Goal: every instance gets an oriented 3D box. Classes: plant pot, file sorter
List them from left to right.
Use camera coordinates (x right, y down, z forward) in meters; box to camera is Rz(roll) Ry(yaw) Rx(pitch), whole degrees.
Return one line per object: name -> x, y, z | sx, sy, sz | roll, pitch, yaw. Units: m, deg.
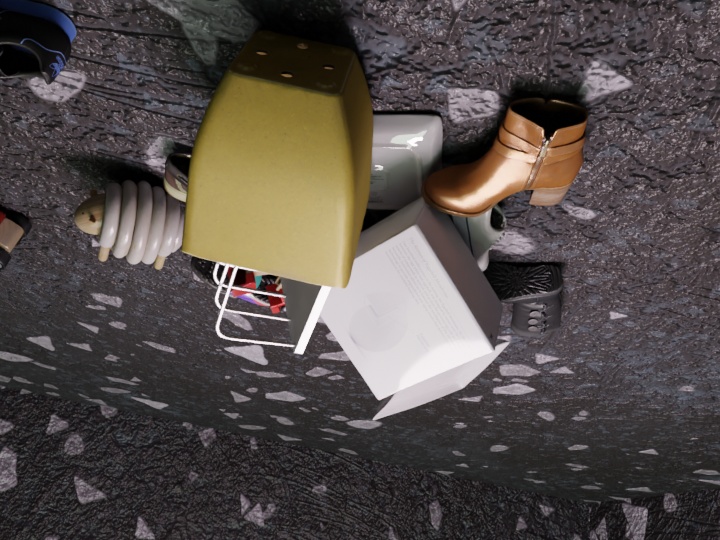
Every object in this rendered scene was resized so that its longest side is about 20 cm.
file sorter -> -0.123, -0.021, 0.825 | 0.121, 0.203, 0.141 | 10, 126, -24
plant pot -> -0.077, -0.137, 0.693 | 0.189, 0.197, 0.204 | 12, 130, 0

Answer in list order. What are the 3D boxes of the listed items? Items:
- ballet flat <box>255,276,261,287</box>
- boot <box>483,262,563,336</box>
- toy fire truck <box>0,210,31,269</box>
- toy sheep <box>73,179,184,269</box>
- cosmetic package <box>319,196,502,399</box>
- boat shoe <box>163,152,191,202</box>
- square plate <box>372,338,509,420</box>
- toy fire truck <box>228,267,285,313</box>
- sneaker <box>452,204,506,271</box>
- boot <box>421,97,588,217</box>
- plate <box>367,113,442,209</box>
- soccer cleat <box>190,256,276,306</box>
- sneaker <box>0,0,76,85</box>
ballet flat -> -0.219, -0.033, 1.105 | 0.071, 0.069, 0.201 | 25, 156, 12
boot -> 0.281, 0.058, 1.138 | 0.159, 0.068, 0.201 | 2, 158, 16
toy fire truck -> -0.728, -0.069, 1.128 | 0.199, 0.131, 0.173 | 39, 143, -28
toy sheep -> -0.340, -0.072, 0.982 | 0.195, 0.143, 0.137 | 5, 159, -30
cosmetic package -> 0.063, 0.037, 0.879 | 0.197, 0.123, 0.202 | -27, 105, 31
boat shoe -> -0.187, -0.118, 0.903 | 0.193, 0.076, 0.065 | 11, 158, -9
square plate -> 0.125, 0.175, 1.040 | 0.193, 0.029, 0.202 | -13, 153, -24
toy fire truck -> -0.125, 0.016, 1.110 | 0.194, 0.050, 0.142 | -16, 152, -6
sneaker -> 0.178, -0.055, 0.920 | 0.068, 0.075, 0.201 | -1, 153, 18
boot -> 0.170, -0.134, 0.759 | 0.193, 0.079, 0.156 | 4, 154, 8
plate -> 0.015, -0.135, 0.856 | 0.192, 0.033, 0.201 | 3, 154, 10
soccer cleat -> -0.241, 0.022, 1.214 | 0.196, 0.070, 0.072 | 23, 158, -30
sneaker -> -0.417, -0.257, 0.686 | 0.193, 0.080, 0.071 | 9, 155, -2
